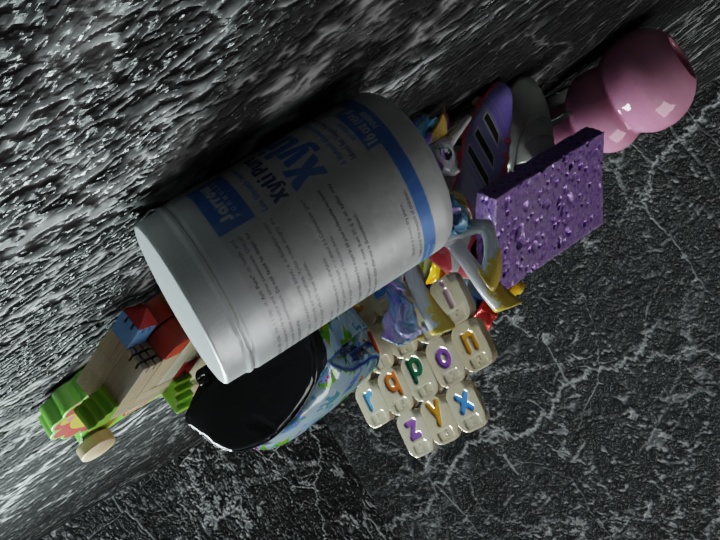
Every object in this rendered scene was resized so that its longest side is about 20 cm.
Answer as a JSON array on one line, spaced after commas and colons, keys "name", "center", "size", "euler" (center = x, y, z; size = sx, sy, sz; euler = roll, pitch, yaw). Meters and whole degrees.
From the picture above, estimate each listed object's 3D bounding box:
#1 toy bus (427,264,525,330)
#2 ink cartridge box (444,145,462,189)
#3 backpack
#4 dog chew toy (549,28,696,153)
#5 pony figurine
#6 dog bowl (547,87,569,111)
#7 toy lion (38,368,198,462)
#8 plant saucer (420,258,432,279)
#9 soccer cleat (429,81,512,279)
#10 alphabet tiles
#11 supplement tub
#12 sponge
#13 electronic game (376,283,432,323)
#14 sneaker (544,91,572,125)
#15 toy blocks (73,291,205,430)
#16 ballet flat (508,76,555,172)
[{"name": "toy bus", "center": [0.156, 0.022, 1.402], "size": [0.200, 0.134, 0.195], "euler": [-47, -156, 50]}, {"name": "ink cartridge box", "center": [0.110, -0.089, 1.132], "size": [0.197, 0.068, 0.117], "euler": [0, 154, -37]}, {"name": "backpack", "center": [-0.064, 0.091, 0.974], "size": [0.164, 0.153, 0.200], "euler": [-48, -172, 18]}, {"name": "dog chew toy", "center": [0.311, -0.205, 1.195], "size": [0.199, 0.126, 0.124], "euler": [-35, 173, 29]}, {"name": "pony figurine", "center": [0.041, -0.036, 0.914], "size": [0.190, 0.204, 0.166], "euler": [-19, 177, 8]}, {"name": "dog bowl", "center": [0.241, -0.176, 1.352], "size": [0.198, 0.059, 0.200], "euler": [-34, 174, -4]}, {"name": "toy lion", "center": [-0.269, 0.132, 1.097], "size": [0.198, 0.069, 0.192], "euler": [-31, 165, -28]}, {"name": "plant saucer", "center": [0.000, 0.000, 1.096], "size": [0.196, 0.049, 0.200], "euler": [-17, 161, -4]}, {"name": "soccer cleat", "center": [0.128, -0.090, 0.996], "size": [0.066, 0.076, 0.203], "euler": [-5, 117, -63]}, {"name": "alphabet tiles", "center": [0.055, 0.087, 1.013], "size": [0.014, 0.198, 0.199], "euler": [-14, 164, -47]}, {"name": "supplement tub", "center": [-0.045, -0.026, 0.689], "size": [0.198, 0.133, 0.132], "euler": [-32, 174, -17]}, {"name": "sponge", "center": [0.191, -0.065, 1.007], "size": [0.030, 0.113, 0.199], "euler": [22, -141, 40]}, {"name": "electronic game", "center": [0.028, 0.059, 1.172], "size": [0.196, 0.042, 0.200], "euler": [-16, -175, 1]}, {"name": "sneaker", "center": [0.185, -0.153, 1.226], "size": [0.103, 0.061, 0.200], "euler": [-27, 168, -17]}, {"name": "toy blocks", "center": [-0.174, 0.058, 0.917], "size": [0.137, 0.100, 0.199], "euler": [-50, 166, 29]}, {"name": "ballet flat", "center": [0.184, -0.105, 1.052], "size": [0.069, 0.069, 0.204], "euler": [-26, 129, -47]}]
